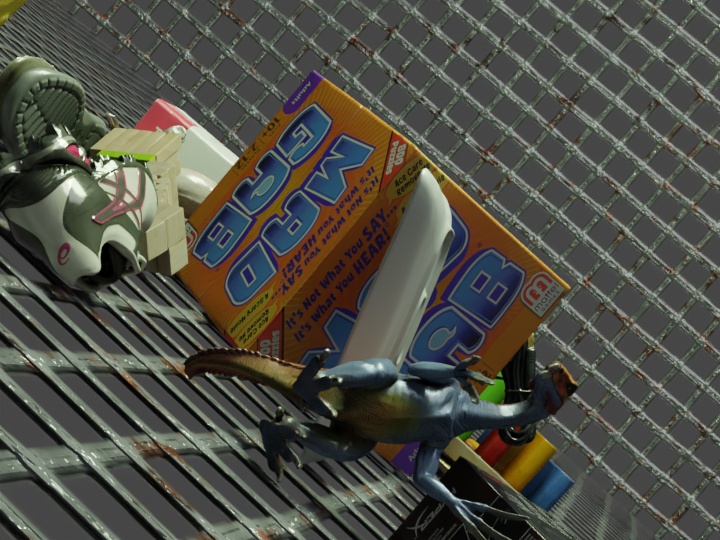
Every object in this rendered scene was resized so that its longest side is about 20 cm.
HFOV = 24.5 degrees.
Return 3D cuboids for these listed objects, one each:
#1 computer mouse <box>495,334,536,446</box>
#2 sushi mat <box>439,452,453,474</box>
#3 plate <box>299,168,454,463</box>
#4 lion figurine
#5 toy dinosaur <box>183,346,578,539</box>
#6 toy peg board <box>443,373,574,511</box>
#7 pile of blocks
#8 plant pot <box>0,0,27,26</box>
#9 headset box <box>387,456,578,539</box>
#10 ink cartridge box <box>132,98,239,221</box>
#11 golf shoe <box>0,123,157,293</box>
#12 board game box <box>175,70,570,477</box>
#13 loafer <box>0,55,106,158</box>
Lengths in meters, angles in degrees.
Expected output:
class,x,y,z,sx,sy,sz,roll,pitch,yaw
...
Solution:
class,x,y,z,sx,sy,sz,roll,pitch,yaw
computer mouse,0.072,0.094,1.500,0.199,0.110,0.044,3,6,41
sushi mat,0.064,0.167,1.552,0.200,0.012,0.096,43,3,22
plate,0.020,0.034,1.114,0.032,0.200,0.200,22,1,5
lion figurine,-0.164,-0.071,1.500,0.200,0.073,0.122,34,-29,-17
toy dinosaur,0.032,0.067,0.972,0.181,0.105,0.200,-6,36,-45
toy peg board,0.129,0.151,1.638,0.199,0.098,0.200,43,0,-27
pile of blocks,-0.173,-0.043,1.250,0.200,0.082,0.062,-105,-168,-63
plant pot,-0.389,-0.345,1.591,0.200,0.195,0.194,48,3,2
headset box,0.130,0.219,1.000,0.200,0.077,0.149,45,5,38
ink cartridge box,-0.148,-0.078,1.720,0.200,0.084,0.145,40,3,3
golf shoe,-0.165,-0.024,1.000,0.088,0.077,0.200,62,8,8
board game box,0.000,0.000,1.331,0.200,0.200,0.200,39,3,-34
loafer,-0.246,-0.117,1.234,0.070,0.075,0.200,36,-7,5
